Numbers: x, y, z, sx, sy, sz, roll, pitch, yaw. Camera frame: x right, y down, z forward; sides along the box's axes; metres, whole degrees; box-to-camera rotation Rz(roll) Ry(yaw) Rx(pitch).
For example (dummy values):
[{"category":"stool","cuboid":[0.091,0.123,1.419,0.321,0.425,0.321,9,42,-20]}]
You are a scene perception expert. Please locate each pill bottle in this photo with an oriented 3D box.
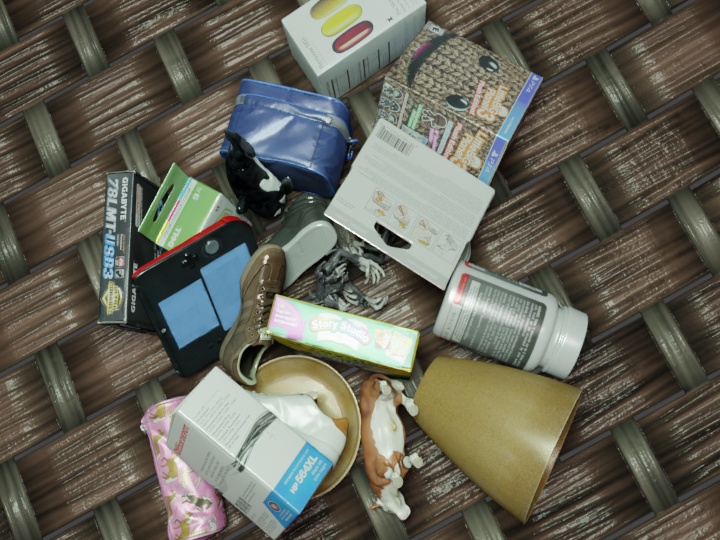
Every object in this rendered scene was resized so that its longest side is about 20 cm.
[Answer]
[{"category":"pill bottle","cuboid":[0.210,0.073,1.011,0.195,0.114,0.117,21,81,7]}]

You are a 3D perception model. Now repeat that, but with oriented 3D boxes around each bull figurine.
[{"category":"bull figurine","cuboid":[0.039,0.244,0.986,0.063,0.121,0.206,-6,78,-24]}]

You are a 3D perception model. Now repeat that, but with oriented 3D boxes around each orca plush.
[{"category":"orca plush","cuboid":[-0.152,-0.113,1.019,0.102,0.201,0.073,16,72,0]}]

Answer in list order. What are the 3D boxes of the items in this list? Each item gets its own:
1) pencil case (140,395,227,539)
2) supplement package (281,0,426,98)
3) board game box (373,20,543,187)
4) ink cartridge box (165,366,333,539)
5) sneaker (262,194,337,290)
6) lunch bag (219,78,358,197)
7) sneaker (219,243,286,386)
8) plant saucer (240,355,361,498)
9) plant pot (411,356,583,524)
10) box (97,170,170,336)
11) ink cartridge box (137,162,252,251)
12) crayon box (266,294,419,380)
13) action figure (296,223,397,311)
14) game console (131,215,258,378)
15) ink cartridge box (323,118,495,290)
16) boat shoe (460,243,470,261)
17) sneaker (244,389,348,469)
[{"category":"pencil case","cuboid":[-0.250,0.285,1.016,0.084,0.083,0.205,-20,79,8]},{"category":"supplement package","cuboid":[-0.008,-0.373,1.109,0.198,0.110,0.115,-35,79,-3]},{"category":"board game box","cuboid":[0.143,-0.248,1.053,0.196,0.098,0.161,28,55,8]},{"category":"ink cartridge box","cuboid":[-0.150,0.240,0.933,0.199,0.147,0.085,39,54,4]},{"category":"sneaker","cuboid":[-0.115,-0.038,1.082,0.198,0.071,0.101,-33,35,22]},{"category":"lunch bag","cuboid":[-0.098,-0.203,1.069,0.194,0.136,0.136,13,80,6]},{"category":"sneaker","cuboid":[-0.137,0.067,1.007,0.075,0.069,0.205,37,114,42]},{"category":"plant saucer","cuboid":[-0.094,0.228,1.040,0.194,0.035,0.207,-1,80,4]},{"category":"plant pot","cuboid":[0.173,0.205,0.970,0.196,0.186,0.190,24,81,23]},{"category":"box","cuboid":[-0.299,-0.014,1.014,0.048,0.199,0.207,-3,79,8]},{"category":"ink cartridge box","cuboid":[-0.229,-0.061,1.018,0.058,0.200,0.106,25,81,14]},{"category":"crayon box","cuboid":[-0.019,0.097,0.990,0.194,0.173,0.060,14,80,6]},{"category":"action figure","cuboid":[0.000,0.000,1.038,0.102,0.119,0.200,40,78,18]},{"category":"game console","cuboid":[-0.208,0.038,0.997,0.175,0.204,0.031,-35,45,-24]},{"category":"ink cartridge box","cuboid":[0.068,-0.090,1.006,0.197,0.045,0.179,31,69,0]},{"category":"boat shoe","cuboid":[0.108,-0.098,1.074,0.070,0.062,0.204,-24,79,-1]},{"category":"sneaker","cuboid":[-0.107,0.200,1.003,0.196,0.074,0.086,24,56,10]}]
